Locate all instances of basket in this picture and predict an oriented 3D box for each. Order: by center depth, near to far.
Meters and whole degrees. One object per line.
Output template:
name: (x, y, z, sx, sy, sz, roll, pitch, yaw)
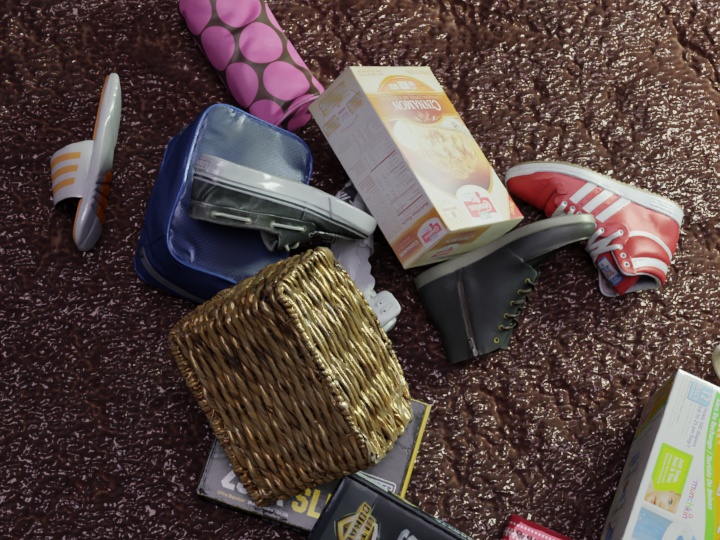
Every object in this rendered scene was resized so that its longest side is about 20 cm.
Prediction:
basket: (-0.061, 0.095, 1.236, 0.148, 0.143, 0.201, -24, 100, 29)

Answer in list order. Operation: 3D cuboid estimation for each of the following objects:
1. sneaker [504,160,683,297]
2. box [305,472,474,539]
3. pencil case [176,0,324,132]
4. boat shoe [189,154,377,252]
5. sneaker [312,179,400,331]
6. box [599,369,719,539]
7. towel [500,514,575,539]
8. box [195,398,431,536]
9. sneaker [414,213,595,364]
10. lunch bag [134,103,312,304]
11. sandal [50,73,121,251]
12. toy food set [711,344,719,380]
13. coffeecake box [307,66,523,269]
sneaker: (0.243, -0.041, 1.388, 0.198, 0.071, 0.113, 16, 68, -2)
box: (0.007, 0.313, 1.231, 0.158, 0.046, 0.201, 30, 89, 1)
pencil case: (-0.116, -0.238, 1.416, 0.093, 0.091, 0.201, -28, 78, -20)
boat shoe: (-0.078, -0.053, 1.255, 0.199, 0.072, 0.071, 16, 95, -27)
sneaker: (0.000, 0.000, 1.354, 0.114, 0.075, 0.201, 27, 77, 4)
box: (0.318, 0.218, 1.281, 0.112, 0.102, 0.201, 23, 64, 3)
towel: (0.179, 0.359, 1.277, 0.144, 0.023, 0.201, 22, 70, 5)
box: (-0.047, 0.181, 1.302, 0.198, 0.049, 0.161, 19, 73, 1)
sneaker: (0.164, 0.019, 1.347, 0.199, 0.075, 0.107, -24, 81, 17)
lunch bag: (-0.144, -0.068, 1.329, 0.135, 0.132, 0.202, 24, 69, -22)
sandal: (-0.293, -0.115, 1.368, 0.059, 0.079, 0.208, 5, 63, -2)
toy food set: (0.481, 0.131, 1.357, 0.143, 0.060, 0.201, -29, 77, -13)
coffeecake box: (0.059, -0.111, 1.352, 0.153, 0.073, 0.201, -12, 67, -54)
